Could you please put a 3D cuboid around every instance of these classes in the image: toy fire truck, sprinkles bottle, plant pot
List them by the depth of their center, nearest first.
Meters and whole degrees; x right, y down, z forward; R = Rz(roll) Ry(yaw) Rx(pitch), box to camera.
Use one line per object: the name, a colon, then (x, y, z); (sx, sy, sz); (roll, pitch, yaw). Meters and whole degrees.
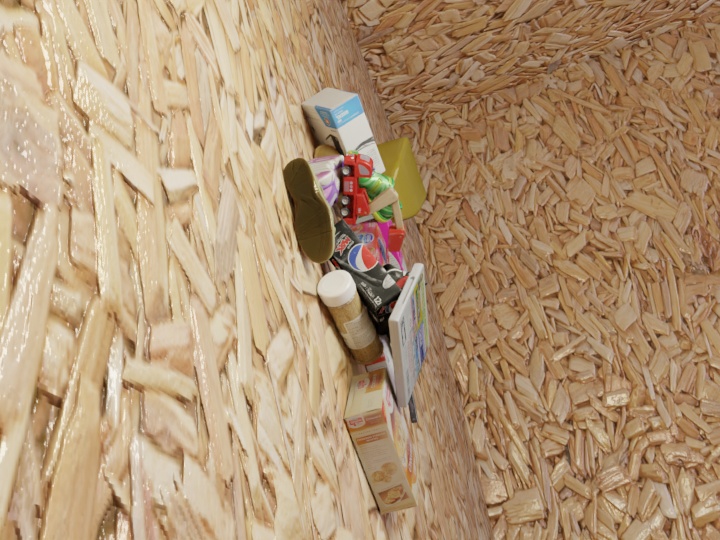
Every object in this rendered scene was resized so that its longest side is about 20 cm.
sprinkles bottle: (-0.016, 0.091, 1.315); (0.069, 0.067, 0.201); (-96, 165, -49)
toy fire truck: (0.029, -0.143, 1.471); (0.049, 0.139, 0.203); (-79, 173, -63)
plant pot: (0.060, -0.218, 1.934); (0.201, 0.192, 0.197); (-74, 147, -56)

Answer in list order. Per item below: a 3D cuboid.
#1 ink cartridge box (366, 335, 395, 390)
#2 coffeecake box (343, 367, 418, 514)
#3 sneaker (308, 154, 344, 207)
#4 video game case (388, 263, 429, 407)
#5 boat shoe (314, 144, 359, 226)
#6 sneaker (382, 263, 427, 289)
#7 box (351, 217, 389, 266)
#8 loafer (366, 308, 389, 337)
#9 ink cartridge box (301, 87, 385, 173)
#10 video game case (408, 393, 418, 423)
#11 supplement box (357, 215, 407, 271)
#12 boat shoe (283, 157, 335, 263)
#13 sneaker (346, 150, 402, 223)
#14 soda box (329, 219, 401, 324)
ink cartridge box: (0.044, 0.200, 1.521); (0.109, 0.050, 0.203); (-9, 82, -80)
coffeecake box: (0.042, 0.305, 1.270); (0.154, 0.072, 0.202); (-74, 145, -71)
sneaker: (-0.074, -0.179, 1.446); (0.201, 0.079, 0.090); (-74, 152, -64)
video game case: (0.093, 0.120, 1.309); (0.183, 0.022, 0.202); (-60, 149, -52)
boat shoe: (-0.058, -0.189, 1.582); (0.070, 0.070, 0.202); (111, -39, -62)
sneaker: (0.076, 0.028, 1.436); (0.097, 0.072, 0.200); (29, 9, 16)
box: (0.008, -0.021, 1.555); (0.201, 0.094, 0.101); (-88, 158, -61)
loafer: (0.059, 0.089, 1.454); (0.072, 0.073, 0.200); (51, 4, 12)
ink cartridge box: (-0.040, -0.310, 1.635); (0.145, 0.083, 0.202); (29, -32, 52)
video game case: (0.102, 0.224, 1.589); (0.143, 0.019, 0.203); (-85, 165, -80)
supplement box: (0.052, -0.043, 1.816); (0.103, 0.100, 0.203); (-72, 144, -74)
boat shoe: (-0.085, -0.104, 1.260); (0.203, 0.072, 0.063); (69, 13, 20)
sneaker: (0.030, -0.196, 1.556); (0.201, 0.083, 0.075); (53, 16, -38)
soda box: (0.000, 0.000, 1.331); (0.201, 0.063, 0.071); (51, -12, 27)
